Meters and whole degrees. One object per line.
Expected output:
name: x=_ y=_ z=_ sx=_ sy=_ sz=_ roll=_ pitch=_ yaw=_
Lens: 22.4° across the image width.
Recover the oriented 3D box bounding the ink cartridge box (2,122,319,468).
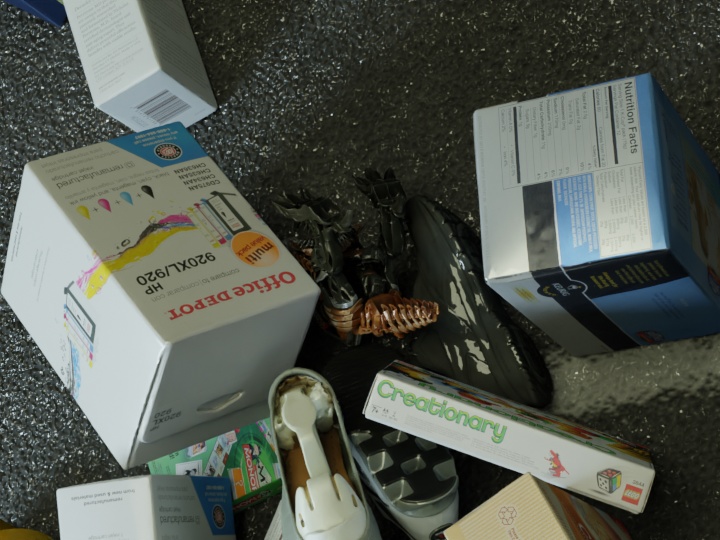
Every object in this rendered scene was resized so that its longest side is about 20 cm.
ink cartridge box: x=-0.156 y=0.017 z=1.390 sx=0.200 sy=0.147 sz=0.145 roll=49 pitch=139 yaw=27

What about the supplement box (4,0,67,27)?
supplement box: x=-0.329 y=-0.367 z=1.671 sx=0.199 sy=0.134 sz=0.201 roll=27 pitch=87 yaw=30

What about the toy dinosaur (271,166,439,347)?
toy dinosaur: x=0.000 y=0.000 z=1.402 sx=0.199 sy=0.102 sz=0.137 roll=11 pitch=116 yaw=35

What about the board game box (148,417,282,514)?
board game box: x=-0.122 y=0.099 z=1.485 sx=0.134 sy=0.029 sz=0.201 roll=-26 pitch=64 yaw=15

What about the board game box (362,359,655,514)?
board game box: x=0.106 y=0.114 z=1.276 sx=0.199 sy=0.126 sz=0.035 roll=19 pitch=94 yaw=6

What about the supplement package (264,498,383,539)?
supplement package: x=0.023 y=0.260 z=1.318 sx=0.199 sy=0.109 sz=0.114 roll=20 pitch=82 yaw=29

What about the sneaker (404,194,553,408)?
sneaker: x=0.068 y=0.032 z=1.392 sx=0.091 sy=0.076 sz=0.201 roll=-33 pitch=62 yaw=18

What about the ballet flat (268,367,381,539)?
ballet flat: x=-0.031 y=0.151 z=1.289 sx=0.067 sy=0.064 sz=0.201 roll=-16 pitch=46 yaw=-2

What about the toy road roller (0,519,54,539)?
toy road roller: x=-0.323 y=0.283 z=1.477 sx=0.200 sy=0.123 sz=0.146 roll=-39 pitch=47 yaw=9

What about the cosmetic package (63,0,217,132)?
cosmetic package: x=-0.202 y=-0.222 z=1.584 sx=0.071 sy=0.101 sz=0.201 roll=-27 pitch=63 yaw=16

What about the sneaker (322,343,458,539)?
sneaker: x=0.022 y=0.139 z=1.382 sx=0.074 sy=0.089 sz=0.200 roll=-18 pitch=40 yaw=-6

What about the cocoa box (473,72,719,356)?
cocoa box: x=0.176 y=-0.033 z=1.286 sx=0.130 sy=0.200 sz=0.134 roll=-11 pitch=69 yaw=22

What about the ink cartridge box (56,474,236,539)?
ink cartridge box: x=-0.152 y=0.258 z=1.364 sx=0.085 sy=0.146 sz=0.201 roll=-11 pitch=80 yaw=19

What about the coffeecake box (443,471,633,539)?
coffeecake box: x=0.154 y=0.233 z=1.213 sx=0.073 sy=0.200 sz=0.154 roll=-36 pitch=63 yaw=12
